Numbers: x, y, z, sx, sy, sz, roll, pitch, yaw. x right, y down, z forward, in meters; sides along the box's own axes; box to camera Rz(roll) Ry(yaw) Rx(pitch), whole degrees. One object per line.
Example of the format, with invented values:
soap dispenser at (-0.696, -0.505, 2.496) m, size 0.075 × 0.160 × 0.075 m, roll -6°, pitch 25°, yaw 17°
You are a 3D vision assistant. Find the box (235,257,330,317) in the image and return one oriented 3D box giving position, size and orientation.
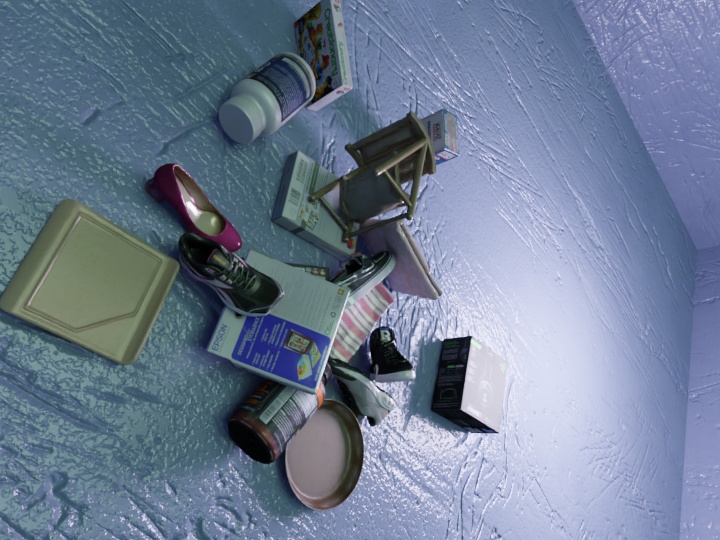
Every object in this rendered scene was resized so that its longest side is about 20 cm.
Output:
box at (-0.149, 0.066, 1.033) m, size 0.197 × 0.048 × 0.161 m, roll 7°, pitch 74°, yaw -34°

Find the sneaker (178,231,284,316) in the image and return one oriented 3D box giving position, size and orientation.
sneaker at (-0.220, 0.004, 0.906) m, size 0.198 × 0.087 × 0.081 m, roll 25°, pitch 67°, yaw 7°

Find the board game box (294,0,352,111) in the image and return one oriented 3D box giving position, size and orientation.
board game box at (-0.081, -0.465, 1.197) m, size 0.034 × 0.125 × 0.204 m, roll -3°, pitch 81°, yaw -44°

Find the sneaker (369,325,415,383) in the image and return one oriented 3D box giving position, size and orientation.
sneaker at (0.054, 0.168, 1.136) m, size 0.072 × 0.200 × 0.114 m, roll -3°, pitch 82°, yaw -14°

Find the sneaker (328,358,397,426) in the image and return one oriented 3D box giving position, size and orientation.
sneaker at (-0.006, 0.249, 1.128) m, size 0.080 × 0.074 × 0.200 m, roll -51°, pitch 120°, yaw -11°

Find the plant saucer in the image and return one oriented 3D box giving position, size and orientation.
plant saucer at (-0.072, 0.351, 1.070) m, size 0.198 × 0.032 × 0.204 m, roll 12°, pitch 72°, yaw -41°

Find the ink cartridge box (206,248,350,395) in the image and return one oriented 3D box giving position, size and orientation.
ink cartridge box at (-0.138, 0.088, 0.965) m, size 0.197 × 0.043 × 0.201 m, roll 23°, pitch 65°, yaw -8°

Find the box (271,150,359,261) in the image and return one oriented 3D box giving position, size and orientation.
box at (-0.082, -0.133, 1.173) m, size 0.199 × 0.041 × 0.158 m, roll 28°, pitch 62°, yaw -36°

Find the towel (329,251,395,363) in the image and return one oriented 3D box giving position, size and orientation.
towel at (-0.022, 0.081, 1.161) m, size 0.147 × 0.030 × 0.201 m, roll 50°, pitch 62°, yaw -22°

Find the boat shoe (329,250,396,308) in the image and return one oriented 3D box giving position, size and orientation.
boat shoe at (0.000, 0.000, 1.111) m, size 0.200 × 0.071 × 0.069 m, roll -40°, pitch 110°, yaw -39°

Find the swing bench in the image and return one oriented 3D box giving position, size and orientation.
swing bench at (0.035, -0.188, 1.136) m, size 0.130 × 0.197 × 0.201 m, roll 49°, pitch 51°, yaw -24°

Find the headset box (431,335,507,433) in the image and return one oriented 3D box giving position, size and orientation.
headset box at (0.277, 0.280, 1.388) m, size 0.173 × 0.092 × 0.203 m, roll 36°, pitch 56°, yaw -33°

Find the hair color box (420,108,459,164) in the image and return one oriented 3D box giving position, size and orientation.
hair color box at (0.137, -0.291, 1.315) m, size 0.060 × 0.198 × 0.102 m, roll 11°, pitch 73°, yaw -42°

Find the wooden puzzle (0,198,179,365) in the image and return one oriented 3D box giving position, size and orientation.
wooden puzzle at (-0.396, 0.020, 0.835) m, size 0.199 × 0.037 × 0.187 m, roll 34°, pitch 58°, yaw -29°

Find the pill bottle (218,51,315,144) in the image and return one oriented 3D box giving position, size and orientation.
pill bottle at (-0.181, -0.330, 1.076) m, size 0.112 × 0.110 × 0.201 m, roll 53°, pitch 49°, yaw -20°

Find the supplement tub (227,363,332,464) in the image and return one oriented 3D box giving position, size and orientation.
supplement tub at (-0.134, 0.233, 0.986) m, size 0.200 × 0.106 × 0.108 m, roll -45°, pitch 111°, yaw -41°

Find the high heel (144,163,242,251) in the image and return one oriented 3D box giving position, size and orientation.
high heel at (-0.265, -0.104, 0.947) m, size 0.200 × 0.095 × 0.068 m, roll 45°, pitch 52°, yaw -27°

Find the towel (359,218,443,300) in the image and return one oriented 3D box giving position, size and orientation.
towel at (0.081, -0.029, 1.202) m, size 0.032 × 0.199 × 0.193 m, roll -36°, pitch 108°, yaw -18°
